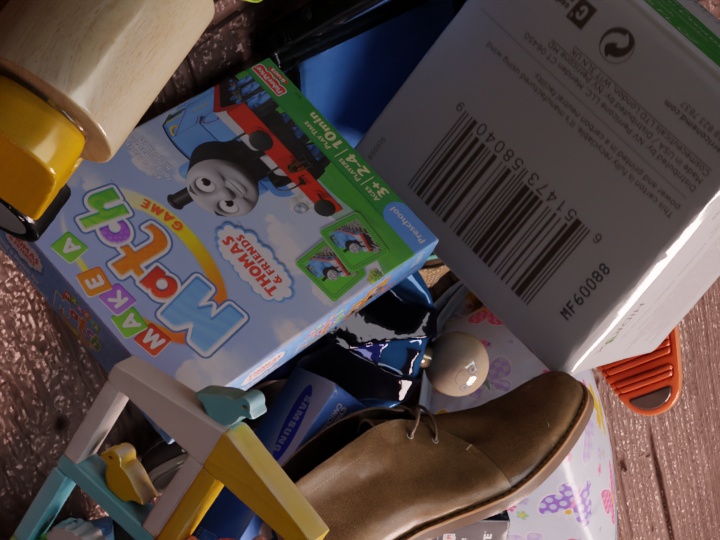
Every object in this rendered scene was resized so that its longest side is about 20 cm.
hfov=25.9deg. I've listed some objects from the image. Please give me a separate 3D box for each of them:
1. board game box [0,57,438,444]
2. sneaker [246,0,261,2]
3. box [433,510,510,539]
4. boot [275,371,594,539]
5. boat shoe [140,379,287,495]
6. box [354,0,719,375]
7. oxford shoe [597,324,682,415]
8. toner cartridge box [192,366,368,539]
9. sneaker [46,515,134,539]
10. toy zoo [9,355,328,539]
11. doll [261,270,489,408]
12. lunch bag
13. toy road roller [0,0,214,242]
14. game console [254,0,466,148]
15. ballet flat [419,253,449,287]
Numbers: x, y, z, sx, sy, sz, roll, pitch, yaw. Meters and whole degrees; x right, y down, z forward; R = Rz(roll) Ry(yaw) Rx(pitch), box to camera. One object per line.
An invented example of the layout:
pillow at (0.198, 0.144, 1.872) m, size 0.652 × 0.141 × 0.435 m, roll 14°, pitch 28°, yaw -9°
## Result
board game box at (-0.075, -0.018, 0.853) m, size 0.200 × 0.151 × 0.037 m, roll -35°, pitch 167°, yaw -36°
sneaker at (-0.073, -0.231, 0.826) m, size 0.083 × 0.072 × 0.200 m, roll -46°, pitch 134°, yaw -27°
box at (0.002, 0.225, 1.002) m, size 0.159 × 0.046 × 0.200 m, roll 2°, pitch 118°, yaw -9°
boot at (0.041, 0.099, 0.859) m, size 0.200 × 0.074 × 0.076 m, roll -30°, pitch 107°, yaw -19°
boat shoe at (-0.065, 0.087, 0.980) m, size 0.200 × 0.057 × 0.067 m, roll -16°, pitch 154°, yaw -42°
box at (0.147, -0.076, 0.972) m, size 0.200 × 0.199 × 0.171 m, roll -51°, pitch 160°, yaw 20°
oxford shoe at (0.193, 0.005, 1.114) m, size 0.073 × 0.071 × 0.200 m, roll 9°, pitch 65°, yaw -57°
toner cartridge box at (-0.049, 0.165, 0.882) m, size 0.095 × 0.043 × 0.200 m, roll 41°, pitch 75°, yaw -37°
sneaker at (-0.116, 0.207, 0.910) m, size 0.090 × 0.078 × 0.200 m, roll -27°, pitch 136°, yaw 9°
toy zoo at (-0.100, 0.135, 0.777) m, size 0.200 × 0.131 × 0.020 m, roll -56°, pitch 166°, yaw 26°
doll at (-0.017, 0.043, 0.923) m, size 0.200 × 0.048 × 0.137 m, roll 10°, pitch 103°, yaw -22°
lunch bag at (0.113, 0.104, 1.125) m, size 0.200 × 0.127 × 0.170 m, roll -77°, pitch 153°, yaw -51°
toy road roller at (-0.161, -0.108, 0.688) m, size 0.146 × 0.200 × 0.123 m, roll 37°, pitch 71°, yaw -12°
game console at (0.044, -0.136, 0.970) m, size 0.200 × 0.176 × 0.116 m, roll -33°, pitch 99°, yaw -38°
ballet flat at (0.000, 0.000, 1.018) m, size 0.200 × 0.071 × 0.065 m, roll -15°, pitch 139°, yaw -42°
